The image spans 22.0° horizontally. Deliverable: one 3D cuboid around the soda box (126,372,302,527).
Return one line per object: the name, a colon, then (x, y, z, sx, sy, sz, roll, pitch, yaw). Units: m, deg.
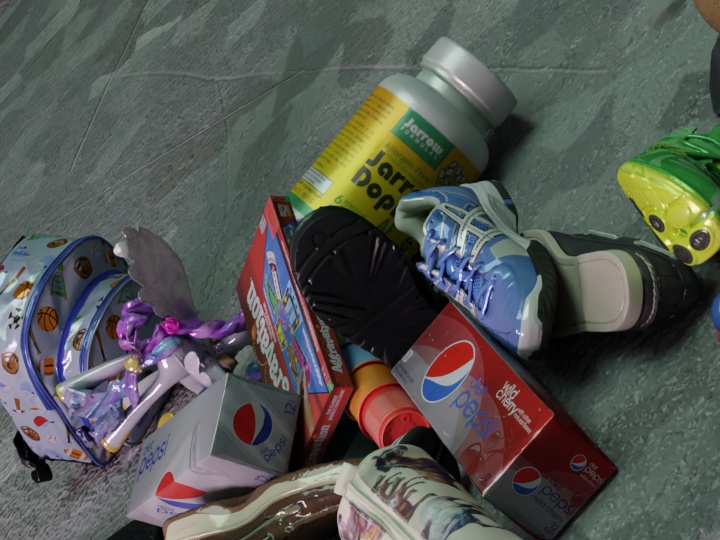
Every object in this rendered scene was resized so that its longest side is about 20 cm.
soda box: (-0.115, 0.144, 1.412, 0.200, 0.063, 0.069, -38, 37, 58)

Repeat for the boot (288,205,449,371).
boot: (0.000, -0.001, 1.352, 0.073, 0.198, 0.163, -43, 32, 6)

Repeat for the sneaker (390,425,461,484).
sneaker: (-0.011, 0.196, 1.228, 0.115, 0.076, 0.202, -15, 45, 48)

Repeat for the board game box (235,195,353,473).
board game box: (-0.053, 0.049, 1.408, 0.201, 0.019, 0.104, -110, 31, -42)

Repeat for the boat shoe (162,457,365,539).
boat shoe: (-0.052, 0.192, 1.332, 0.201, 0.074, 0.076, -24, 70, 34)

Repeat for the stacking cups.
stacking cups: (0.006, 0.084, 1.371, 0.061, 0.060, 0.200, -47, 28, 4)

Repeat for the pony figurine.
pony figurine: (-0.150, 0.068, 1.531, 0.199, 0.193, 0.168, -35, 68, 18)

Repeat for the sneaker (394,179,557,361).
sneaker: (0.080, 0.002, 1.273, 0.200, 0.076, 0.076, -120, 35, -60)

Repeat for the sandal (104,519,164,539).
sandal: (-0.239, 0.281, 1.536, 0.199, 0.045, 0.075, -34, 31, -1)

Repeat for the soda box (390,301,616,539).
soda box: (0.089, 0.096, 1.216, 0.070, 0.063, 0.200, -48, 26, 4)

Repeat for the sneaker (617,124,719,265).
sneaker: (0.211, -0.060, 1.176, 0.083, 0.074, 0.200, -36, 7, 8)

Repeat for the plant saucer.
plant saucer: (-0.052, 0.137, 1.446, 0.199, 0.019, 0.070, -1, 54, 57)

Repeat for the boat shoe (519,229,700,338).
boat shoe: (0.160, 0.009, 1.250, 0.200, 0.062, 0.074, -169, 76, -71)

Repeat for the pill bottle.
pill bottle: (0.033, -0.086, 1.501, 0.200, 0.113, 0.113, -49, 25, -1)

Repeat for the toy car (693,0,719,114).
toy car: (0.290, -0.203, 1.268, 0.201, 0.156, 0.165, 114, 176, -45)

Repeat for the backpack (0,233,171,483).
backpack: (-0.258, 0.065, 1.683, 0.153, 0.191, 0.201, -6, 47, 34)

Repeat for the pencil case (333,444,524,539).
pencil case: (0.058, 0.174, 1.091, 0.078, 0.089, 0.200, -53, 36, -1)

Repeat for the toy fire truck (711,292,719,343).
toy fire truck: (0.265, -0.026, 1.073, 0.201, 0.111, 0.168, -62, 2, -22)
